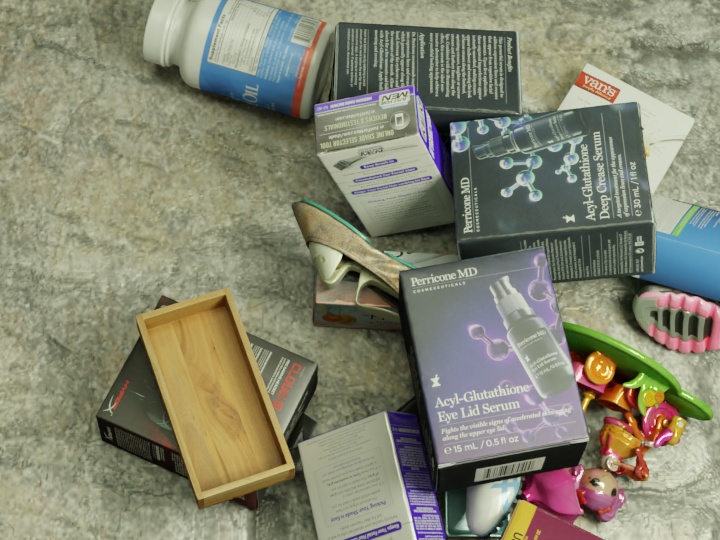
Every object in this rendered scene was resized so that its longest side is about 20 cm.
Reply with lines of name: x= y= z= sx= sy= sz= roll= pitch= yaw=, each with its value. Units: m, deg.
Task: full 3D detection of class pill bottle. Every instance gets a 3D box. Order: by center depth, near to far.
pill bottle: x=-0.136 y=-0.247 z=1.762 sx=0.199 sy=0.112 sz=0.113 roll=16 pitch=65 yaw=4

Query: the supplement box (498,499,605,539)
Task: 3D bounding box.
supplement box: x=0.209 y=0.326 z=1.501 sx=0.199 sy=0.131 sz=0.103 roll=26 pitch=53 yaw=7

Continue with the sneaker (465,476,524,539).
sneaker: x=0.127 y=0.166 z=1.567 sx=0.072 sy=0.072 sz=0.201 roll=22 pitch=65 yaw=-23

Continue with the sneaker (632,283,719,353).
sneaker: x=0.391 y=0.036 z=1.703 sx=0.199 sy=0.079 sz=0.096 roll=7 pitch=43 yaw=-2

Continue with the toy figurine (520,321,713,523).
toy figurine: x=0.240 y=0.180 z=1.604 sx=0.199 sy=0.150 sz=0.185 roll=31 pitch=78 yaw=-17

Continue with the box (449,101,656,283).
box: x=0.197 y=-0.075 z=1.622 sx=0.199 sy=0.107 sz=0.149 roll=-6 pitch=60 yaw=8

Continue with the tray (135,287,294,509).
tray: x=-0.144 y=0.124 z=1.545 sx=0.098 sy=0.037 sz=0.201 roll=-17 pitch=68 yaw=-12

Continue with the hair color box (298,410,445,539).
hair color box: x=0.018 y=0.248 z=1.526 sx=0.109 sy=0.065 sz=0.201 roll=-23 pitch=69 yaw=28

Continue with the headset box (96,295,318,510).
headset box: x=-0.145 y=0.138 z=1.601 sx=0.199 sy=0.077 sz=0.149 roll=23 pitch=65 yaw=8

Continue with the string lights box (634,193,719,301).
string lights box: x=0.384 y=-0.016 z=1.670 sx=0.199 sy=0.059 sz=0.103 roll=17 pitch=30 yaw=22

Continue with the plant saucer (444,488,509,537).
plant saucer: x=0.115 y=0.171 z=1.612 sx=0.070 sy=0.019 sz=0.201 roll=3 pitch=77 yaw=-15

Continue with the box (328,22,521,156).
box: x=0.067 y=-0.182 z=1.718 sx=0.199 sy=0.149 sz=0.108 roll=3 pitch=65 yaw=-3

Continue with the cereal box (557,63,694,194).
cereal box: x=0.270 y=-0.123 z=1.774 sx=0.143 sy=0.040 sz=0.200 roll=29 pitch=66 yaw=9

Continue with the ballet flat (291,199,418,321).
ballet flat: x=0.000 y=0.000 z=1.614 sx=0.199 sy=0.068 sz=0.067 roll=31 pitch=74 yaw=12

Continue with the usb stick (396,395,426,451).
usb stick: x=0.104 y=0.127 z=1.648 sx=0.200 sy=0.033 sz=0.055 roll=-38 pitch=77 yaw=-19

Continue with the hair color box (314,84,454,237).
hair color box: x=0.032 y=-0.111 z=1.649 sx=0.109 sy=0.200 sz=0.065 roll=-10 pitch=65 yaw=13

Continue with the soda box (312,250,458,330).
soda box: x=0.050 y=0.023 z=1.677 sx=0.199 sy=0.064 sz=0.069 roll=3 pitch=65 yaw=-4

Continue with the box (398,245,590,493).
box: x=0.122 y=0.094 z=1.504 sx=0.147 sy=0.104 sz=0.201 roll=-11 pitch=69 yaw=-3
